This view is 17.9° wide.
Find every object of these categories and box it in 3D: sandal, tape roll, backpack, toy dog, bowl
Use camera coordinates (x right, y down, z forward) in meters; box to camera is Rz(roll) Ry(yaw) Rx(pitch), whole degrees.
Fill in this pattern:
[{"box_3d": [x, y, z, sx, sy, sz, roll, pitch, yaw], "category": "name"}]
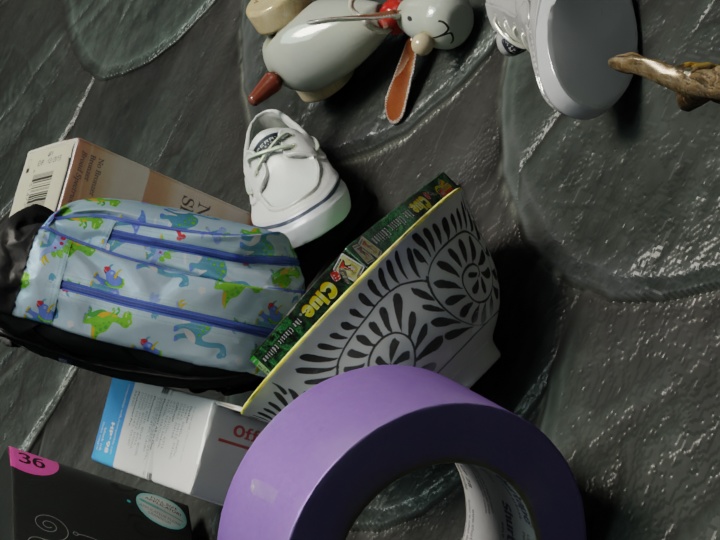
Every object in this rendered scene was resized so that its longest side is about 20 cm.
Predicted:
[{"box_3d": [-0.070, 0.004, 1.638, 0.200, 0.045, 0.075, -52, 27, -18], "category": "sandal"}, {"box_3d": [0.024, 0.160, 1.299, 0.085, 0.199, 0.201, 25, 91, 60], "category": "tape roll"}, {"box_3d": [-0.136, 0.018, 1.532, 0.155, 0.199, 0.163, -63, -10, -6], "category": "backpack"}, {"box_3d": [-0.016, -0.162, 1.673, 0.097, 0.132, 0.200, -56, 14, -29], "category": "toy dog"}, {"box_3d": [0.026, 0.051, 1.441, 0.201, 0.094, 0.201, -45, -5, -5], "category": "bowl"}]

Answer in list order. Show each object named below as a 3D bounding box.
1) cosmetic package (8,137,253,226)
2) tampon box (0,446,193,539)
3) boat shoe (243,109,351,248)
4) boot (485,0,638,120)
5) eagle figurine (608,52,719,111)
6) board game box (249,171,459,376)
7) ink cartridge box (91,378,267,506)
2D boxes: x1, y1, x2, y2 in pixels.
[{"box_3d": [-0.159, -0.013, 1.704, 0.087, 0.199, 0.104, -8, 65, 55], "category": "cosmetic package"}, {"box_3d": [-0.202, 0.246, 1.612, 0.127, 0.149, 0.200, -60, 23, 22], "category": "tampon box"}, {"box_3d": [-0.059, -0.069, 1.654, 0.073, 0.067, 0.200, -31, 17, -3], "category": "boat shoe"}, {"box_3d": [0.127, -0.160, 1.496, 0.096, 0.073, 0.201, -42, 30, 45], "category": "boot"}, {"box_3d": [0.257, -0.157, 1.254, 0.152, 0.151, 0.200, 41, 72, 19], "category": "eagle figurine"}, {"box_3d": [0.000, 0.000, 1.502, 0.105, 0.023, 0.200, -52, -5, 26], "category": "board game box"}, {"box_3d": [-0.090, 0.128, 1.579, 0.199, 0.115, 0.067, 9, 80, 59], "category": "ink cartridge box"}]
